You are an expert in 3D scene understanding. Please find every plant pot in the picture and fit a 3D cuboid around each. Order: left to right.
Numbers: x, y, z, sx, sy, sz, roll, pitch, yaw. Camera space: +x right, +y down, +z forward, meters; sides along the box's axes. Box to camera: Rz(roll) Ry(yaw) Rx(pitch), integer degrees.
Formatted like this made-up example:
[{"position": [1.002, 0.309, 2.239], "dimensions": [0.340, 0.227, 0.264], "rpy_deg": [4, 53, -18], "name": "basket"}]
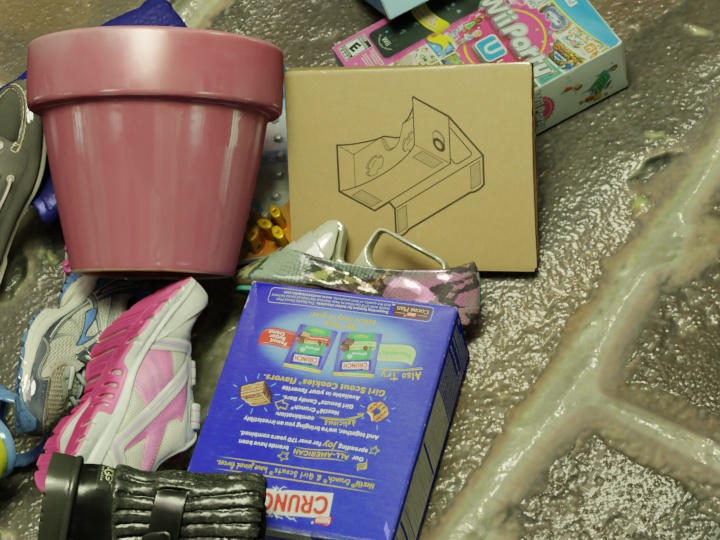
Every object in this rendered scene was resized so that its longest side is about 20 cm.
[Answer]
[{"position": [-0.159, -0.085, 1.497], "dimensions": [0.200, 0.200, 0.179], "rpy_deg": [0, 87, 15], "name": "plant pot"}]

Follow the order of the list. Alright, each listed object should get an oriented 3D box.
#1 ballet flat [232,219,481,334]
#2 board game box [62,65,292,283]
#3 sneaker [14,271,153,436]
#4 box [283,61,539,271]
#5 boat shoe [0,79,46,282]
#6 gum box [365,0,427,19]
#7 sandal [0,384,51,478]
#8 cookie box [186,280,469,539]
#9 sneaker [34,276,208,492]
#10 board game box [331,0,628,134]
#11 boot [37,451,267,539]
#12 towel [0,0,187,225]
[{"position": [0.000, 0.000, 1.505], "dimensions": [0.200, 0.069, 0.071], "rpy_deg": [10, 88, 17], "name": "ballet flat"}, {"position": [-0.155, -0.086, 1.635], "dimensions": [0.200, 0.026, 0.200], "rpy_deg": [-9, 55, 9], "name": "board game box"}, {"position": [-0.208, 0.061, 1.492], "dimensions": [0.085, 0.077, 0.200], "rpy_deg": [13, 34, 7], "name": "sneaker"}, {"position": [0.040, -0.081, 1.519], "dimensions": [0.200, 0.021, 0.164], "rpy_deg": [0, 102, 15], "name": "box"}, {"position": [-0.309, -0.061, 1.578], "dimensions": [0.067, 0.057, 0.200], "rpy_deg": [25, 102, 37], "name": "boat shoe"}, {"position": [0.084, -0.292, 1.652], "dimensions": [0.200, 0.045, 0.170], "rpy_deg": [-28, 23, -4], "name": "gum box"}, {"position": [-0.315, 0.110, 1.528], "dimensions": [0.087, 0.080, 0.200], "rpy_deg": [-12, 35, -40], "name": "sandal"}, {"position": [-0.026, 0.118, 1.434], "dimensions": [0.171, 0.075, 0.200], "rpy_deg": [7, 59, 19], "name": "cookie box"}, {"position": [-0.159, 0.097, 1.428], "dimensions": [0.081, 0.088, 0.200], "rpy_deg": [-15, 43, 55], "name": "sneaker"}, {"position": [0.098, -0.171, 1.603], "dimensions": [0.200, 0.064, 0.148], "rpy_deg": [-29, 55, -6], "name": "board game box"}, {"position": [-0.150, 0.225, 1.352], "dimensions": [0.158, 0.211, 0.079], "rpy_deg": [9, 31, -6], "name": "boot"}, {"position": [-0.217, -0.134, 1.643], "dimensions": [0.200, 0.050, 0.148], "rpy_deg": [-33, 61, -7], "name": "towel"}]
